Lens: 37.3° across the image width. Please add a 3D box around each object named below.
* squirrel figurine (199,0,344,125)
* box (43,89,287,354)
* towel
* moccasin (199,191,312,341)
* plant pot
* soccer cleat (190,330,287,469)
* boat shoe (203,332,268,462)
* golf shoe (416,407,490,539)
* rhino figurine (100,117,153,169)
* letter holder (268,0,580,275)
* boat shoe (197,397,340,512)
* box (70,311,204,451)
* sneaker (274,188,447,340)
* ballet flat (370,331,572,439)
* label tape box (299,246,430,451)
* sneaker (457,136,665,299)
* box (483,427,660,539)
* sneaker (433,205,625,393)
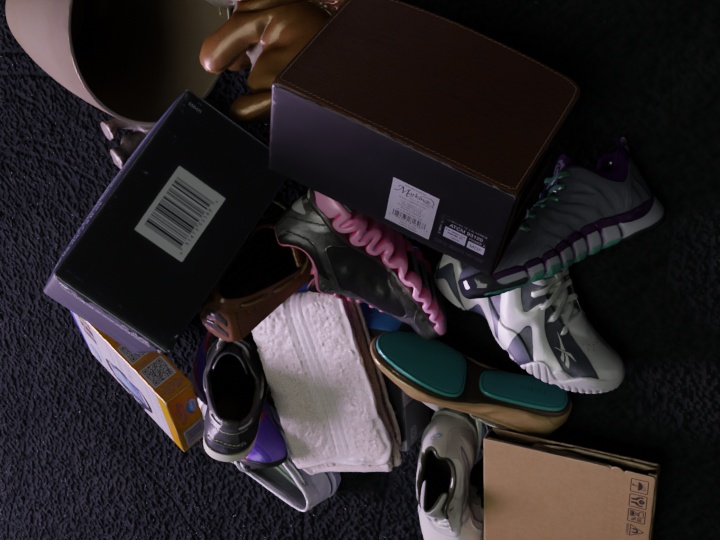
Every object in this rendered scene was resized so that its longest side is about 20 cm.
[{"bbox_3d":[-0.058,-0.245,0.979,0.200,0.142,0.187,-24,85,22],"label":"squirrel figurine"},{"bbox_3d":[-0.185,-0.035,0.985,0.123,0.200,0.198,36,165,-12],"label":"box"},{"bbox_3d":[-0.038,0.112,1.069,0.132,0.034,0.200,-10,104,35],"label":"towel"},{"bbox_3d":[-0.080,-0.020,1.019,0.074,0.201,0.078,37,140,14],"label":"moccasin"},{"bbox_3d":[-0.265,-0.254,1.071,0.200,0.187,0.188,19,119,40],"label":"plant pot"},{"bbox_3d":[-0.133,0.136,1.155,0.200,0.068,0.073,49,133,50],"label":"soccer cleat"},{"bbox_3d":[-0.127,0.098,1.113,0.072,0.200,0.068,2,137,-1],"label":"boat shoe"},{"bbox_3d":[0.080,0.234,1.086,0.078,0.097,0.200,10,115,27],"label":"golf shoe"},{"bbox_3d":[-0.182,-0.093,1.129,0.200,0.087,0.060,52,154,3],"label":"rhino figurine"},{"bbox_3d":[0.050,-0.114,0.832,0.200,0.142,0.101,26,146,12],"label":"letter holder"},{"bbox_3d":[-0.116,0.197,1.211,0.200,0.067,0.074,29,121,20],"label":"boat shoe"},{"bbox_3d":[-0.251,0.100,1.179,0.200,0.041,0.119,43,157,26],"label":"box"},{"bbox_3d":[0.000,0.000,0.988,0.095,0.079,0.200,-36,113,18],"label":"sneaker"},{"bbox_3d":[0.099,0.117,1.018,0.200,0.069,0.063,19,135,2],"label":"ballet flat"},{"bbox_3d":[-0.009,0.073,1.096,0.144,0.063,0.200,6,112,29],"label":"label tape box"},{"bbox_3d":[0.154,-0.043,0.883,0.088,0.200,0.074,67,156,1],"label":"sneaker"},{"bbox_3d":[0.198,0.249,1.031,0.163,0.021,0.200,10,125,22],"label":"box"},{"bbox_3d":[0.168,0.011,0.950,0.199,0.079,0.130,43,135,23],"label":"sneaker"}]
